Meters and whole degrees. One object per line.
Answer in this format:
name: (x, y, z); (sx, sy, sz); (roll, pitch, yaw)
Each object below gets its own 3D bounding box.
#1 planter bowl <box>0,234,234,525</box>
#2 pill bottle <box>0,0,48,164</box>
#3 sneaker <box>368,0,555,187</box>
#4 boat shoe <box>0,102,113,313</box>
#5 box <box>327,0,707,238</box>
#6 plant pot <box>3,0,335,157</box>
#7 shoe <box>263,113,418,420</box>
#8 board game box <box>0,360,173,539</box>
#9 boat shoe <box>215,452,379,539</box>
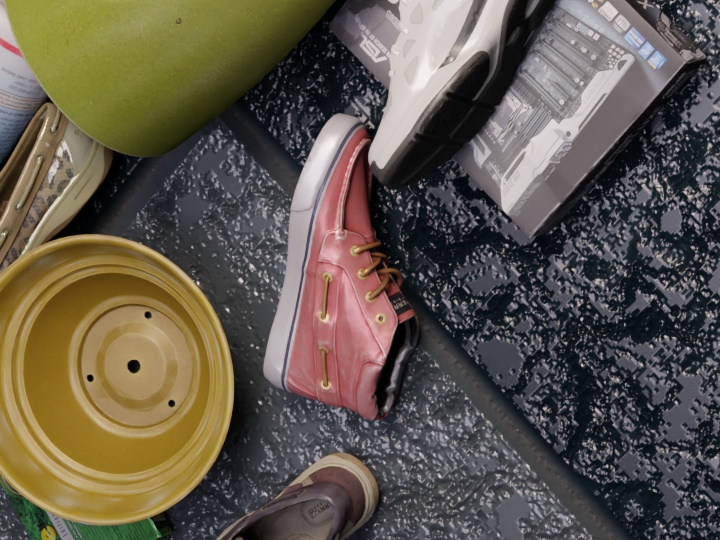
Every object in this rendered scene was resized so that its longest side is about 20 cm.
planter bowl: (-0.171, 0.072, 1.644); (0.199, 0.083, 0.202); (1, 95, 15)
pill bottle: (-0.289, -0.122, 1.664); (0.109, 0.109, 0.200); (45, 114, 13)
sneaker: (0.044, -0.159, 1.471); (0.115, 0.075, 0.201); (40, 106, 24)
boat shoe: (-0.259, -0.030, 1.657); (0.200, 0.063, 0.073); (-52, 32, 1)
box: (0.098, -0.148, 1.505); (0.200, 0.050, 0.158); (47, 115, 12)
plant pot: (-0.096, -0.197, 1.501); (0.199, 0.187, 0.188); (-25, 87, 34)
shoe: (0.000, 0.000, 1.569); (0.090, 0.071, 0.202); (20, 112, 20)
board game box: (-0.227, 0.132, 1.722); (0.104, 0.023, 0.201); (-33, 83, 24)
boat shoe: (-0.070, 0.203, 1.633); (0.200, 0.065, 0.072); (-42, 81, 26)
